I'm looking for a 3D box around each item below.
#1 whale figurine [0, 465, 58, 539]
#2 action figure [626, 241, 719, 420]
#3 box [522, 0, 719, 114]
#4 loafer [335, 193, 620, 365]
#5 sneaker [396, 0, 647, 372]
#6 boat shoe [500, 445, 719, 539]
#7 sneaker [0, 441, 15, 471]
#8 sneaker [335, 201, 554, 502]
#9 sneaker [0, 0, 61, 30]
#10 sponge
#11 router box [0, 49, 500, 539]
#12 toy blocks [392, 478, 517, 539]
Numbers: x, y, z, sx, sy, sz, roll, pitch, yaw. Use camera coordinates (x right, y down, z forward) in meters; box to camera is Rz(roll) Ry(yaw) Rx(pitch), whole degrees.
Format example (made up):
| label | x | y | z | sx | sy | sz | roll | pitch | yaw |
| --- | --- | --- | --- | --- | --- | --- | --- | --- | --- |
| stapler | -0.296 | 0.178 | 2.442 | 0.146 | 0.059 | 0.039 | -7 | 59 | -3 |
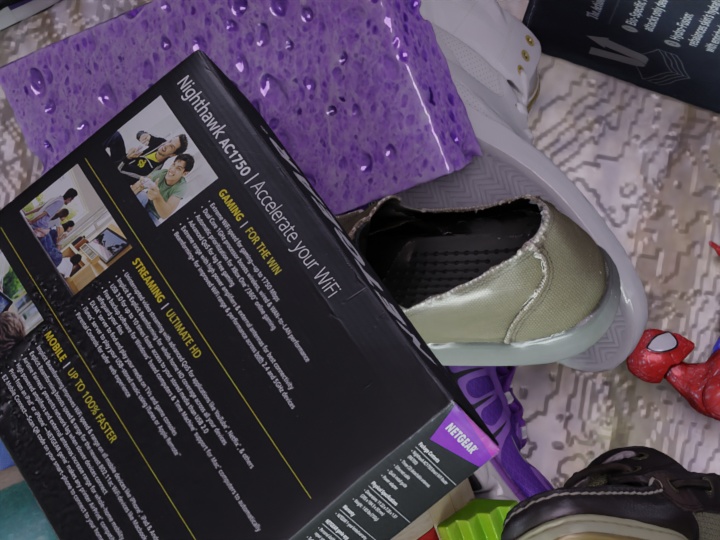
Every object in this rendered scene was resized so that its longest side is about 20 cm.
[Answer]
| label | x | y | z | sx | sy | sz | roll | pitch | yaw |
| --- | --- | --- | --- | --- | --- | --- | --- | --- | --- |
| whale figurine | -0.136 | 0.138 | 1.106 | 0.200 | 0.104 | 0.159 | -44 | 120 | 13 |
| action figure | 0.216 | 0.030 | 1.184 | 0.199 | 0.065 | 0.099 | 9 | 89 | -1 |
| box | 0.181 | -0.137 | 1.143 | 0.199 | 0.197 | 0.118 | 19 | 80 | 2 |
| loafer | 0.000 | 0.000 | 1.088 | 0.199 | 0.070 | 0.075 | -8 | 49 | 15 |
| sneaker | 0.064 | -0.053 | 1.165 | 0.200 | 0.074 | 0.115 | 46 | 38 | 9 |
| boat shoe | 0.107 | 0.105 | 1.118 | 0.073 | 0.200 | 0.065 | -26 | 68 | 21 |
| sneaker | -0.148 | 0.081 | 1.176 | 0.200 | 0.079 | 0.066 | -37 | 126 | 7 |
| sneaker | 0.043 | 0.035 | 1.176 | 0.083 | 0.081 | 0.201 | -28 | 86 | -18 |
| sneaker | -0.198 | -0.116 | 1.184 | 0.200 | 0.088 | 0.076 | -41 | 84 | -7 |
| sponge | -0.053 | -0.066 | 1.141 | 0.199 | 0.030 | 0.112 | -19 | 95 | 36 |
| router box | -0.062 | 0.035 | 1.028 | 0.149 | 0.051 | 0.200 | -39 | 56 | 4 |
| toy blocks | -0.006 | 0.145 | 1.109 | 0.137 | 0.100 | 0.201 | -31 | 107 | -37 |
